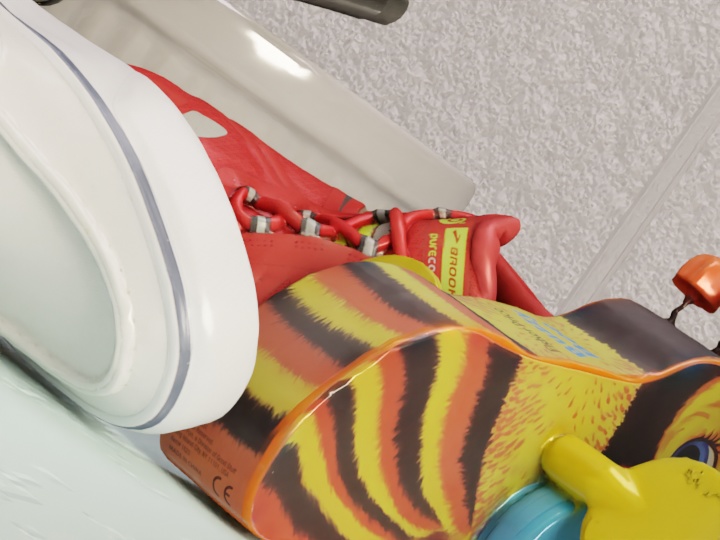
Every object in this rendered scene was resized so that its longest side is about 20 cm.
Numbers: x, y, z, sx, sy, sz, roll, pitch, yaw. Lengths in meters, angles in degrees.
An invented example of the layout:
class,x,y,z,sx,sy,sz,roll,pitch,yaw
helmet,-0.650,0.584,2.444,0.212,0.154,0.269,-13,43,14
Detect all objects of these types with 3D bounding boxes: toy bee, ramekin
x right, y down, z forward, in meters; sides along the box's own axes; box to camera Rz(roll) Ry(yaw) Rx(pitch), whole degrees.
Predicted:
class,x,y,z,sx,sy,sz,roll,pitch,yaw
toy bee,0.043,0.034,0.690,0.131,0.109,0.200,34,1,22
ramekin,-0.070,-0.046,0.920,0.202,0.094,0.202,35,1,-1

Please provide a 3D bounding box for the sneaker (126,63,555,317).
class,x,y,z,sx,sy,sz,roll,pitch,yaw
sneaker,0.000,0.000,0.760,0.200,0.077,0.085,34,-40,-23

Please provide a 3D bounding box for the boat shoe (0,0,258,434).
class,x,y,z,sx,sy,sz,roll,pitch,yaw
boat shoe,-0.102,-0.035,0.629,0.065,0.074,0.200,-16,50,-44

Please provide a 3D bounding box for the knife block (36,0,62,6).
class,x,y,z,sx,sy,sz,roll,pitch,yaw
knife block,-0.153,-0.086,0.733,0.200,0.064,0.176,-19,85,-50

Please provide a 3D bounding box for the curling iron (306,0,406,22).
class,x,y,z,sx,sy,sz,roll,pitch,yaw
curling iron,-0.052,-0.083,0.770,0.025,0.050,0.200,2,0,34
